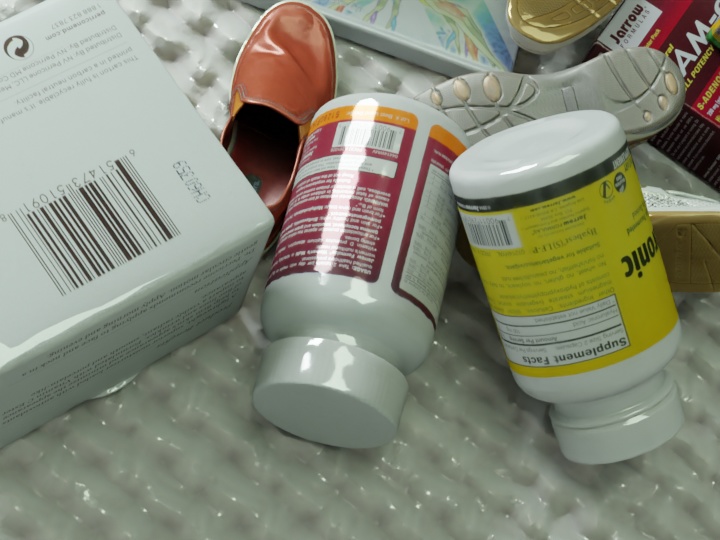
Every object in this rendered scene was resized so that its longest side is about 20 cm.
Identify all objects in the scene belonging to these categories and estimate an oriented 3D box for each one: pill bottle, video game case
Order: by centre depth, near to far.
[{"bbox_3d":[0.134,0.012,1.269,0.111,0.111,0.201,-27,109,-26],"label":"pill bottle"},{"bbox_3d":[0.000,0.000,1.275,0.109,0.110,0.201,18,65,-6],"label":"pill bottle"},{"bbox_3d":[0.030,-0.233,1.458,0.199,0.022,0.183,19,60,-6],"label":"video game case"}]

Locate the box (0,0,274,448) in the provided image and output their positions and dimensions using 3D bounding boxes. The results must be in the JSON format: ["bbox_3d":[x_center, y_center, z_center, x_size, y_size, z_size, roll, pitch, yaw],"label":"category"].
[{"bbox_3d":[-0.191,-0.033,1.229,0.198,0.131,0.200,-30,74,-26],"label":"box"}]

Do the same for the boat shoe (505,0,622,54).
[{"bbox_3d":[0.157,-0.207,1.453,0.071,0.069,0.200,35,54,6],"label":"boat shoe"}]

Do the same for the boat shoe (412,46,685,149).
[{"bbox_3d":[0.118,-0.095,1.379,0.199,0.072,0.076,-8,78,6],"label":"boat shoe"}]

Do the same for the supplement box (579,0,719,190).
[{"bbox_3d":[0.259,-0.122,1.443,0.200,0.061,0.109,34,60,5],"label":"supplement box"}]

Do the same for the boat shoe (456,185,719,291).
[{"bbox_3d":[0.162,-0.023,1.358,0.199,0.071,0.069,6,19,3],"label":"boat shoe"}]

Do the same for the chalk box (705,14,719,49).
[{"bbox_3d":[0.349,-0.156,1.358,0.200,0.125,0.124,35,86,4],"label":"chalk box"}]

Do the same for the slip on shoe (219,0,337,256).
[{"bbox_3d":[-0.057,-0.098,1.342,0.074,0.061,0.201,19,58,-3],"label":"slip on shoe"}]
